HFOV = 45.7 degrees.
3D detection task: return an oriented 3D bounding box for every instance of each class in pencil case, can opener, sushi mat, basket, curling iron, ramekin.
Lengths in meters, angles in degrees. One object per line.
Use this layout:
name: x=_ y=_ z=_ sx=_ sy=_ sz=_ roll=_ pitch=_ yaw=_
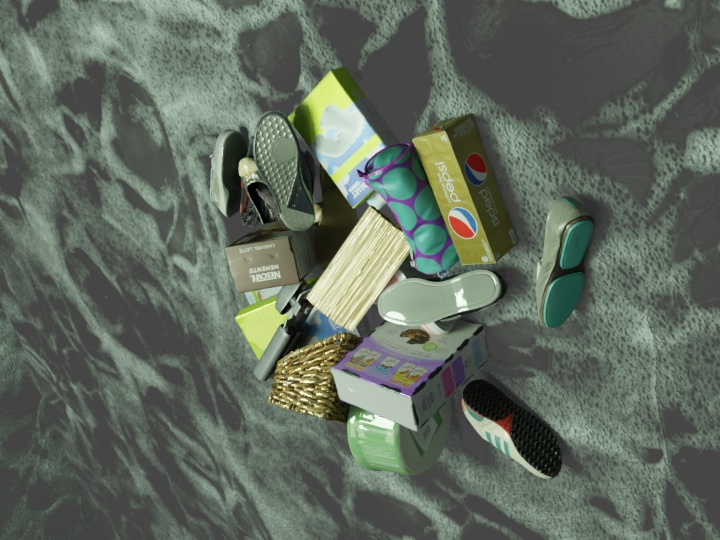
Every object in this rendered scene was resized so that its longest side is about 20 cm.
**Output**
pencil case: x=0.080 y=-0.087 z=1.243 sx=0.201 sy=0.092 sz=0.085 roll=58 pitch=-175 yaw=-26
can opener: x=-0.132 y=0.098 z=1.465 sx=0.067 sy=0.053 sz=0.201 roll=46 pitch=119 yaw=26
sushi mat: x=0.000 y=0.000 z=1.361 sx=0.095 sy=0.012 sz=0.201 roll=37 pitch=114 yaw=3
basket: x=-0.065 y=0.179 z=1.482 sx=0.141 sy=0.151 sz=0.200 roll=11 pitch=171 yaw=24
curling iron: x=-0.201 y=-0.165 z=1.596 sx=0.049 sy=0.026 sz=0.201 roll=18 pitch=130 yaw=11
ramekin: x=0.075 y=0.256 z=1.479 sx=0.097 sy=0.200 sz=0.202 roll=7 pitch=124 yaw=37

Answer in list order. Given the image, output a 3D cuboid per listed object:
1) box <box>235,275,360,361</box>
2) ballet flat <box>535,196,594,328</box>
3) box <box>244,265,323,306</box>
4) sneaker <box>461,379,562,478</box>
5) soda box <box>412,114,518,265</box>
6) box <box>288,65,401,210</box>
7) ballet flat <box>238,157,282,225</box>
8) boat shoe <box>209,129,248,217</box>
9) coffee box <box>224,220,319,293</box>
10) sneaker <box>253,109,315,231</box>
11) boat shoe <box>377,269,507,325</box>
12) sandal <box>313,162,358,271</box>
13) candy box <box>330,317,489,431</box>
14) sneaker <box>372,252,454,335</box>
box: x=-0.106 y=0.092 z=1.508 sx=0.198 sy=0.048 sz=0.123 roll=-22 pitch=107 yaw=20
ballet flat: x=0.270 y=-0.013 z=1.156 sx=0.064 sy=0.067 sz=0.201 roll=-121 pitch=25 yaw=-44
box: x=-0.123 y=0.071 z=1.634 sx=0.175 sy=0.096 sz=0.202 roll=-1 pitch=118 yaw=49
sneaker: x=0.246 y=0.266 z=1.410 sx=0.199 sy=0.070 sz=0.094 roll=41 pitch=160 yaw=15
soda box: x=0.148 y=-0.111 z=1.199 sx=0.067 sy=0.064 sz=0.202 roll=-4 pitch=115 yaw=49
box: x=-0.011 y=-0.193 z=1.309 sx=0.122 sy=0.048 sz=0.201 roll=-38 pitch=87 yaw=39
ballet flat: x=-0.168 y=-0.114 z=1.561 sx=0.066 sy=0.057 sz=0.201 roll=-14 pitch=111 yaw=34
boat shoe: x=-0.254 y=-0.186 z=1.597 sx=0.064 sy=0.074 sz=0.203 roll=34 pitch=147 yaw=18
coffee box: x=-0.137 y=-0.032 z=1.447 sx=0.113 sy=0.200 sz=0.081 roll=-10 pitch=102 yaw=14
sneaker: x=-0.121 y=-0.185 z=1.375 sx=0.076 sy=0.147 sz=0.204 roll=-10 pitch=125 yaw=4
boat shoe: x=0.125 y=0.044 z=1.294 sx=0.198 sy=0.060 sz=0.077 roll=-7 pitch=82 yaw=25
sandal: x=-0.047 y=-0.107 z=1.446 sx=0.070 sy=0.077 sz=0.214 roll=-118 pitch=26 yaw=-55
candy box: x=0.082 y=0.148 z=1.370 sx=0.167 sy=0.200 sz=0.072 roll=15 pitch=130 yaw=41
sneaker: x=0.066 y=0.040 z=1.397 sx=0.201 sy=0.075 sz=0.105 roll=52 pitch=131 yaw=16
